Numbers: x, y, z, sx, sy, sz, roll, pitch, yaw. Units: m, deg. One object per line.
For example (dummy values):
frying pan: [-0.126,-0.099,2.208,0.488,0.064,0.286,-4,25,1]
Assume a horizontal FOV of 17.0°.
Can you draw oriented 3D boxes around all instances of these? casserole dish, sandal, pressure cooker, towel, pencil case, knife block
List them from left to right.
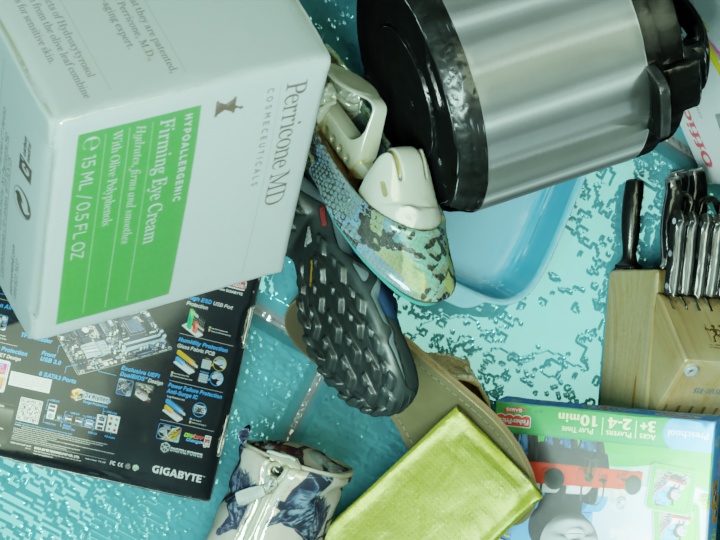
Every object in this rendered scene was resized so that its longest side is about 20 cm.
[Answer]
pencil case: [-0.076,0.202,1.525,0.089,0.078,0.200,23,88,-62]
towel: [0.020,0.185,1.565,0.200,0.018,0.086,-44,100,9]
sandal: [0.048,0.072,1.596,0.212,0.078,0.070,42,41,-5]
casserole dish: [0.089,-0.071,1.626,0.121,0.039,0.200,27,80,-20]
pressure cooker: [0.114,-0.142,1.520,0.200,0.179,0.176,-18,83,-14]
knife block: [0.208,0.033,1.673,0.064,0.176,0.200,5,133,-21]

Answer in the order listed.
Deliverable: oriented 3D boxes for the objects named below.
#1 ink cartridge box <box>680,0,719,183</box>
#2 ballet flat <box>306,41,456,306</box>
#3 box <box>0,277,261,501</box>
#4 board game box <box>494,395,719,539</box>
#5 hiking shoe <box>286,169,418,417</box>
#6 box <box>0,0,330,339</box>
ink cartridge box: [0.284,-0.138,1.610,0.086,0.200,0.148,-28,100,-20]
ballet flat: [0.004,-0.068,1.499,0.074,0.074,0.200,-26,60,-20]
box: [-0.173,0.049,1.514,0.200,0.046,0.159,14,85,-22]
board game box: [0.160,0.191,1.606,0.151,0.037,0.200,4,95,18]
hiking shoe: [0.000,0.000,1.525,0.087,0.074,0.200,-6,60,-37]
box: [-0.145,-0.107,1.402,0.171,0.199,0.200,-17,57,-24]
